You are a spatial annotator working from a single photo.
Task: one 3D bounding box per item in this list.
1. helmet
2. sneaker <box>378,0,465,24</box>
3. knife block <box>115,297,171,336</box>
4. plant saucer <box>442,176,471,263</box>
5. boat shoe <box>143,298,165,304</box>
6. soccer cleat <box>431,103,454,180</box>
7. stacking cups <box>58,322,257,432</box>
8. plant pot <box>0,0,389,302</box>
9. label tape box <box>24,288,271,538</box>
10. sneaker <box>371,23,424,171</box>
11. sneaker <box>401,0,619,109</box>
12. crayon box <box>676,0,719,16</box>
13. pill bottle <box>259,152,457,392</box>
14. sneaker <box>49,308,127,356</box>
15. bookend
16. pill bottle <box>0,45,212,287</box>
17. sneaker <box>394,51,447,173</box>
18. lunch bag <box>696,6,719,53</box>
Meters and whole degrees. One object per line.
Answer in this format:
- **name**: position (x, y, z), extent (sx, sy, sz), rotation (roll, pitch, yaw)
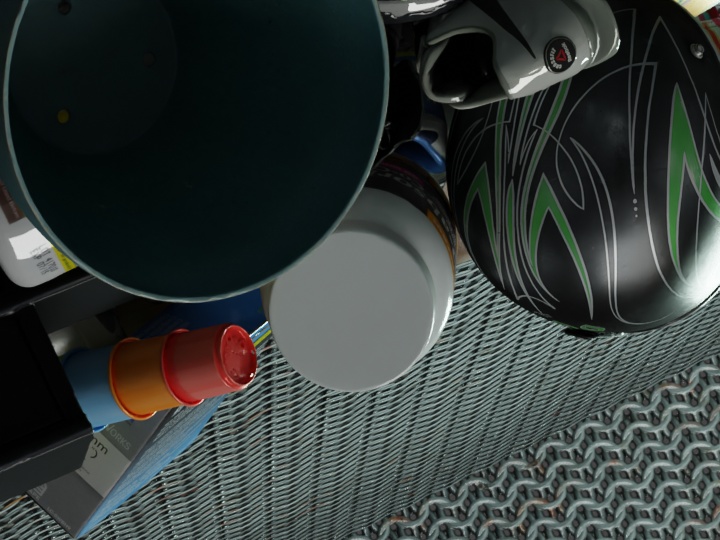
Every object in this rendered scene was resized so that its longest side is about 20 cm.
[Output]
- **helmet**: position (0.144, -0.068, 1.518), extent (0.199, 0.201, 0.191), rotation (-30, 144, 13)
- **sneaker**: position (0.065, -0.208, 1.365), extent (0.199, 0.072, 0.083), rotation (-24, 133, 2)
- **knife block**: position (-0.116, 0.020, 1.710), extent (0.199, 0.064, 0.176), rotation (-26, -175, -3)
- **plant saucer**: position (0.100, -0.083, 1.682), extent (0.201, 0.037, 0.201), rotation (-60, 171, -16)
- **boat shoe**: position (-0.130, -0.009, 1.584), extent (0.075, 0.061, 0.200), rotation (8, 179, -2)
- **soccer cleat**: position (0.021, -0.075, 1.708), extent (0.078, 0.069, 0.200), rotation (-39, 179, -36)
- **stacking cups**: position (-0.151, 0.074, 1.502), extent (0.199, 0.061, 0.060), rotation (-11, 178, 34)
- **plant pot**: position (-0.104, -0.095, 1.207), extent (0.199, 0.201, 0.135), rotation (-21, -161, -25)
- **label tape box**: position (-0.125, 0.068, 1.616), extent (0.144, 0.063, 0.200), rotation (-40, 171, -49)
- **sneaker**: position (-0.024, -0.090, 1.432), extent (0.060, 0.105, 0.200), rotation (17, 154, -26)
- **sneaker**: position (0.056, -0.134, 1.418), extent (0.088, 0.074, 0.200), rotation (-34, -159, -19)
- **crayon box**: position (0.216, -0.223, 1.565), extent (0.118, 0.058, 0.200), rotation (-31, 167, 13)
- **pill bottle**: position (0.000, 0.000, 1.474), extent (0.116, 0.117, 0.200), rotation (-29, -170, 9)
- **sneaker**: position (-0.205, 0.044, 1.661), extent (0.087, 0.075, 0.200), rotation (-28, 171, -8)
- **bookend**: position (-0.189, 0.029, 1.419), extent (0.198, 0.201, 0.092), rotation (-22, 166, -19)
- **pill bottle**: position (-0.119, -0.079, 1.341), extent (0.199, 0.110, 0.109), rotation (-26, 167, -4)
- **sneaker**: position (-0.033, -0.073, 1.595), extent (0.199, 0.083, 0.074), rotation (-21, 167, -11)
- **lunch bag**: position (0.200, -0.085, 1.746), extent (0.082, 0.201, 0.176), rotation (-12, 163, -44)
